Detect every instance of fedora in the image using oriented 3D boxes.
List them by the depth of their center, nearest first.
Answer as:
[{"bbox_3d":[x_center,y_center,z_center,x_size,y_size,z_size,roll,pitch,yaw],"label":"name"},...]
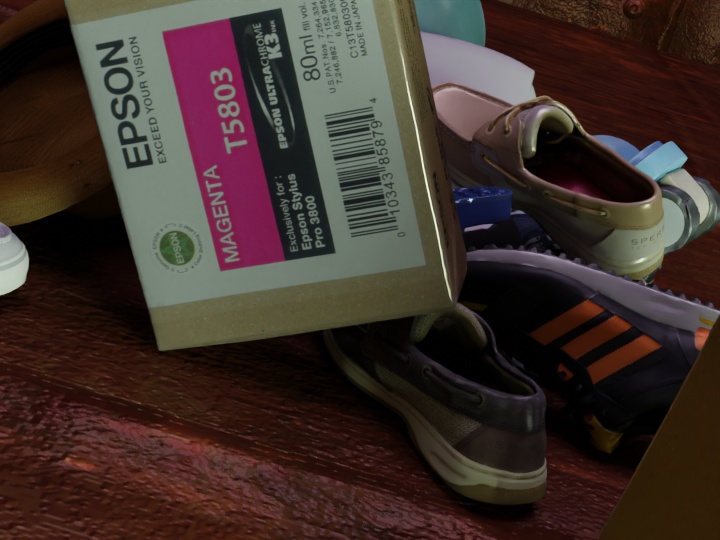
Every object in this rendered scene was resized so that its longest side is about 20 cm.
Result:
[{"bbox_3d":[-0.173,-0.088,0.822,0.200,0.201,0.082,32,-15,39],"label":"fedora"}]

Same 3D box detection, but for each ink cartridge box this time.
[{"bbox_3d":[-0.044,-0.070,0.685,0.164,0.200,0.075,-10,17,12],"label":"ink cartridge box"}]

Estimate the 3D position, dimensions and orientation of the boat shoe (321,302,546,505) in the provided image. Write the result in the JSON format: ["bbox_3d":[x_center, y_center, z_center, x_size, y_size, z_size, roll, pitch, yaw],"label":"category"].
[{"bbox_3d":[0.042,0.047,0.706,0.072,0.066,0.201,6,21,-28],"label":"boat shoe"}]

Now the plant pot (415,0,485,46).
[{"bbox_3d":[0.001,-0.175,1.123,0.200,0.201,0.161,17,27,0],"label":"plant pot"}]

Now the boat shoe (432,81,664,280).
[{"bbox_3d":[0.115,-0.075,0.850,0.074,0.069,0.200,-34,56,-29],"label":"boat shoe"}]

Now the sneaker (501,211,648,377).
[{"bbox_3d":[0.120,0.012,0.873,0.108,0.070,0.200,6,24,-36],"label":"sneaker"}]

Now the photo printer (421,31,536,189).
[{"bbox_3d":[0.035,-0.094,0.954,0.166,0.070,0.200,14,49,8],"label":"photo printer"}]

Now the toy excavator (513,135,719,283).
[{"bbox_3d":[0.143,-0.059,1.023,0.200,0.194,0.100,52,28,11],"label":"toy excavator"}]

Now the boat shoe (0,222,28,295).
[{"bbox_3d":[-0.260,-0.031,0.659,0.200,0.069,0.072,9,20,-21],"label":"boat shoe"}]

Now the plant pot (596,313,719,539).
[{"bbox_3d":[0.237,0.121,0.493,0.195,0.195,0.200,8,29,-25],"label":"plant pot"}]

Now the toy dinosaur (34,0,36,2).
[{"bbox_3d":[-0.197,-0.176,0.997,0.200,0.102,0.136,-5,-8,-44],"label":"toy dinosaur"}]

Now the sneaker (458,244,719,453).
[{"bbox_3d":[0.126,0.051,0.742,0.200,0.090,0.070,16,-21,8],"label":"sneaker"}]

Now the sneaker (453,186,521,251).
[{"bbox_3d":[0.000,0.000,0.813,0.200,0.078,0.070,-7,11,-1],"label":"sneaker"}]
